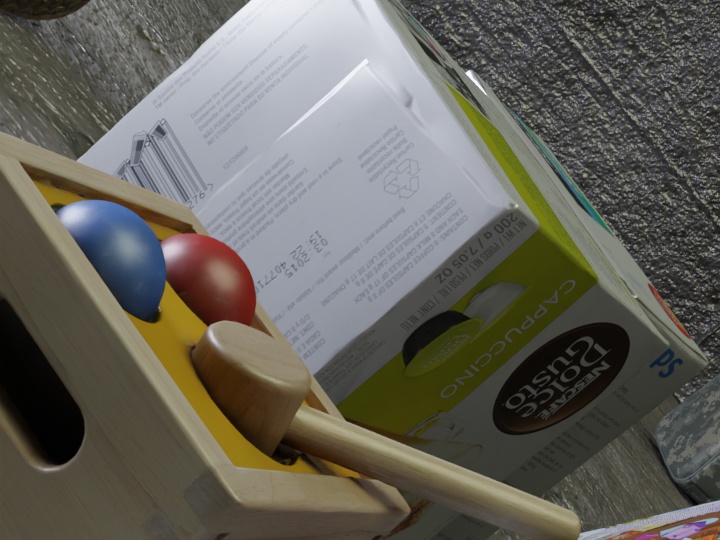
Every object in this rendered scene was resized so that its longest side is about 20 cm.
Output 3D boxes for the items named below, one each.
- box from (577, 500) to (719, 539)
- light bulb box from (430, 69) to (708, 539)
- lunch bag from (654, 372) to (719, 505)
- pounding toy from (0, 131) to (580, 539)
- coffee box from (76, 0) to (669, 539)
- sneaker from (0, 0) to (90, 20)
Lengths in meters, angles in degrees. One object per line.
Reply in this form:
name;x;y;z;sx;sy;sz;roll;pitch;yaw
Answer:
box;0.059;0.138;0.600;0.039;0.199;0.137;69;24;-8
light bulb box;0.061;0.028;1.027;0.125;0.200;0.199;36;18;-53
lunch bag;0.488;0.222;2.130;0.168;0.200;0.140;42;16;-23
pounding toy;-0.055;0.057;0.600;0.200;0.142;0.184;52;11;20
coffee box;0.000;0.000;0.875;0.198;0.199;0.200;36;18;-53
sneaker;-0.225;-0.213;1.001;0.090;0.067;0.200;59;16;15
